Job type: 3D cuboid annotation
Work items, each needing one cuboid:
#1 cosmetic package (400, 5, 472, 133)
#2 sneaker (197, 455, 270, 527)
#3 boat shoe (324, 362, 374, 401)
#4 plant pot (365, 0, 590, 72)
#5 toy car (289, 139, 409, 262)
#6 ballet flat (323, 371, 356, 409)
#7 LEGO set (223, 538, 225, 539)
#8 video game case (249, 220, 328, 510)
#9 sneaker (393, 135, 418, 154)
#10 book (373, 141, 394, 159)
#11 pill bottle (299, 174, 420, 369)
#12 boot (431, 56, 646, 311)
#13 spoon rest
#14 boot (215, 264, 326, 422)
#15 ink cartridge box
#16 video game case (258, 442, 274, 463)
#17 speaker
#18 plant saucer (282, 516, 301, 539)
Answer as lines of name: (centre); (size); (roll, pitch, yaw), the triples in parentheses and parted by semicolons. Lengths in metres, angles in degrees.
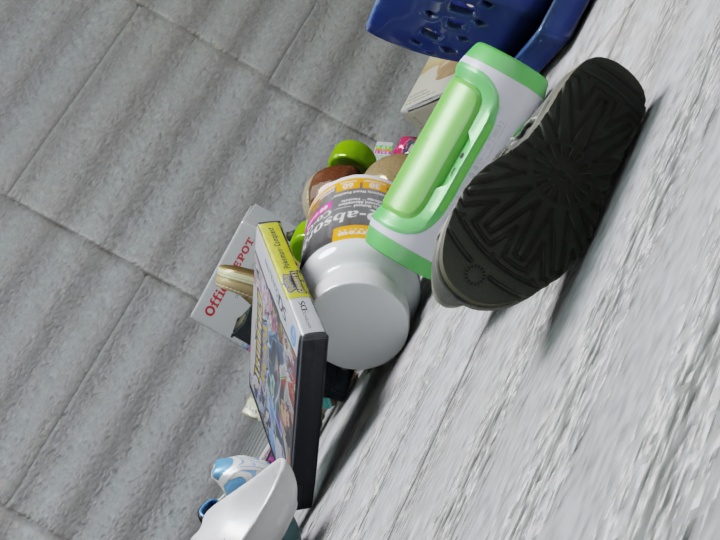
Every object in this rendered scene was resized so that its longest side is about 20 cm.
cosmetic package: (0.134, -0.235, 1.529); (0.105, 0.071, 0.200); (-18, 38, 49)
sneaker: (-0.120, 0.254, 1.309); (0.072, 0.072, 0.200); (-67, -9, -59)
boat shoe: (-0.007, 0.069, 1.397); (0.200, 0.062, 0.075); (-48, -26, -62)
plant pot: (0.137, -0.300, 1.346); (0.200, 0.180, 0.200); (-61, 3, -13)
toy car: (0.047, -0.069, 1.555); (0.200, 0.158, 0.164); (-19, 36, 40)
ballet flat: (-0.047, 0.069, 1.486); (0.067, 0.068, 0.200); (-47, -32, -21)
LEGO set: (-0.115, 0.262, 0.896); (0.200, 0.116, 0.154); (-60, 3, -2)
video game case: (-0.070, 0.086, 1.285); (0.181, 0.025, 0.200); (-116, 26, -51)
sneaker: (0.076, -0.145, 1.930); (0.081, 0.075, 0.200); (-62, 2, -12)
book: (0.023, -0.087, 1.969); (0.200, 0.048, 0.134); (-78, -8, -64)
pill bottle: (0.000, 0.000, 1.333); (0.116, 0.116, 0.200); (-59, 13, 27)
boot: (0.076, -0.022, 0.811); (0.182, 0.073, 0.200); (-47, 3, -27)
spoon rest: (-0.102, 0.216, 1.164); (0.099, 0.061, 0.200); (-63, 3, -32)
boot: (-0.099, 0.092, 1.565); (0.155, 0.200, 0.072); (-62, 25, 2)
ink cartridge box: (-0.082, 0.036, 1.676); (0.146, 0.200, 0.083); (-60, 3, 19)
video game case: (-0.131, 0.283, 1.749); (0.200, 0.036, 0.181); (-59, 4, 40)
speaker: (0.084, -0.095, 1.224); (0.200, 0.088, 0.088); (-60, 3, 5)
plant saucer: (-0.099, 0.297, 1.177); (0.200, 0.027, 0.200); (-60, 2, 4)
